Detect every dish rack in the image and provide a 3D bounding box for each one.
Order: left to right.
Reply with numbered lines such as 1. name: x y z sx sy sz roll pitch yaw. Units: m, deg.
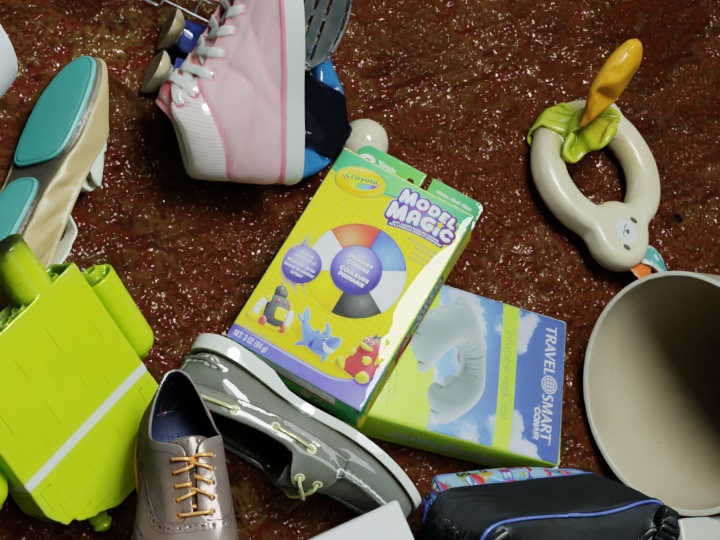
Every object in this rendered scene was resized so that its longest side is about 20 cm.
1. dish rack: -0.095 -0.238 1.274 0.198 0.055 0.154 26 44 -10

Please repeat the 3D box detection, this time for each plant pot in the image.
1. plant pot: 0.314 0.087 1.357 0.199 0.187 0.189 -7 75 -45

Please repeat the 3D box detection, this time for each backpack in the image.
1. backpack: 0.127 0.254 1.203 0.181 0.134 0.203 -3 102 -29

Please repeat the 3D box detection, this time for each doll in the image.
1. doll: -0.064 -0.134 1.288 0.198 0.048 0.138 25 63 -19

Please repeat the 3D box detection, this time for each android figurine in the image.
1. android figurine: -0.204 0.082 1.108 0.182 0.041 0.201 -49 121 -32

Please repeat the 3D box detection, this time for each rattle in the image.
1. rattle: 0.235 -0.068 1.382 0.129 0.142 0.202 -3 67 -49

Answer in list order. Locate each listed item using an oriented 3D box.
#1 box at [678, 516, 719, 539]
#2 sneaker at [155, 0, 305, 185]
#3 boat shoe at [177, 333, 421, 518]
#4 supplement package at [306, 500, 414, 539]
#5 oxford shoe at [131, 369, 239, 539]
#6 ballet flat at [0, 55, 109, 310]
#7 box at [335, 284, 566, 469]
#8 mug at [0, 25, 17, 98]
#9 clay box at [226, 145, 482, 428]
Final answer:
1. box: 0.263 0.296 1.288 0.077 0.095 0.202 3 72 -29
2. sneaker: -0.094 -0.155 1.189 0.103 0.075 0.203 -4 111 -12
3. boat shoe: -0.049 0.127 1.191 0.201 0.072 0.061 36 60 -6
4. supplement package: -0.053 0.254 1.110 0.198 0.120 0.122 -19 80 -32
5. oxford shoe: -0.111 0.146 1.044 0.070 0.073 0.201 -5 39 -14
6. ballet flat: -0.218 -0.057 1.177 0.063 0.068 0.201 47 55 -40
7. box: 0.082 0.082 1.292 0.198 0.048 0.123 16 65 -22
8. mug: -0.318 -0.091 1.088 0.176 0.147 0.201 -55 130 -23
9. clay box: 0.000 0.000 1.232 0.114 0.048 0.201 27 71 10
